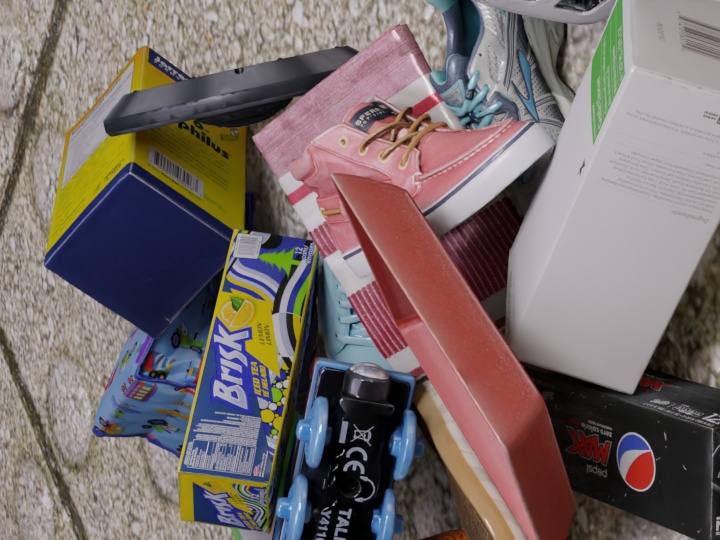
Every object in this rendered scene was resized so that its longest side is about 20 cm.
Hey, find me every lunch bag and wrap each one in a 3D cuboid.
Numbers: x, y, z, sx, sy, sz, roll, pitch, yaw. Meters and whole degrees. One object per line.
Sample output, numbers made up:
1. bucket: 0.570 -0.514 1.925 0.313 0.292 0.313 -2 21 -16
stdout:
1. lunch bag: -0.141 0.032 1.532 0.151 0.094 0.201 135 149 -59

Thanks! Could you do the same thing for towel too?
1. towel: 0.029 -0.040 1.220 0.144 0.023 0.201 -33 86 36

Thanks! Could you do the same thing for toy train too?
1. toy train: -0.015 0.151 1.237 0.114 0.086 0.201 -120 40 -77

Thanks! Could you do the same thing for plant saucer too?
1. plant saucer: 0.062 0.054 1.071 0.200 0.037 0.200 58 176 30

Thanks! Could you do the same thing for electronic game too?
1. electronic game: -0.084 -0.123 1.326 0.200 0.199 0.042 -2 102 59

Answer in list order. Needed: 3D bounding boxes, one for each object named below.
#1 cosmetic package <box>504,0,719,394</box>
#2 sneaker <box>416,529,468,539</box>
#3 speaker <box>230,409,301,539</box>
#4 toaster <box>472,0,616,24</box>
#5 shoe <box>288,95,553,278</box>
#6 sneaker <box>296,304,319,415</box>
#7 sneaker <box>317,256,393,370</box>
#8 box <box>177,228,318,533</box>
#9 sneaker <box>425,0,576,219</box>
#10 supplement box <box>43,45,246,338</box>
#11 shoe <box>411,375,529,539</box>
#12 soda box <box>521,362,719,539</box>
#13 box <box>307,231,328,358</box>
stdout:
1. cosmetic package: 0.150 -0.045 1.032 0.108 0.084 0.201 -82 11 -54
2. sneaker: 0.071 0.226 1.262 0.200 0.075 0.092 -11 90 60
3. speaker: -0.058 0.177 1.379 0.089 0.088 0.200 57 169 36
4. toaster: 0.124 -0.223 1.028 0.200 0.113 0.130 -33 54 56
5. shoe: 0.029 -0.066 1.128 0.091 0.071 0.200 54 145 -4
6. sneaker: -0.065 0.061 1.429 0.082 0.070 0.201 -115 18 -63
7. sneaker: 0.000 0.000 1.305 0.082 0.074 0.201 -35 -58 -78
8. box: -0.074 0.073 1.277 0.070 0.064 0.201 94 -174 -54
9. sneaker: 0.085 -0.101 1.160 0.078 0.086 0.201 -31 70 56
10. supplement box: -0.162 -0.064 1.452 0.109 0.109 0.200 -44 26 24
11. shoe: 0.077 0.121 1.206 0.200 0.053 0.070 -117 8 -55
12. soda box: 0.161 0.098 1.094 0.200 0.063 0.071 17 111 57
13. box: -0.005 0.027 1.378 0.039 0.041 0.201 -15 84 59
